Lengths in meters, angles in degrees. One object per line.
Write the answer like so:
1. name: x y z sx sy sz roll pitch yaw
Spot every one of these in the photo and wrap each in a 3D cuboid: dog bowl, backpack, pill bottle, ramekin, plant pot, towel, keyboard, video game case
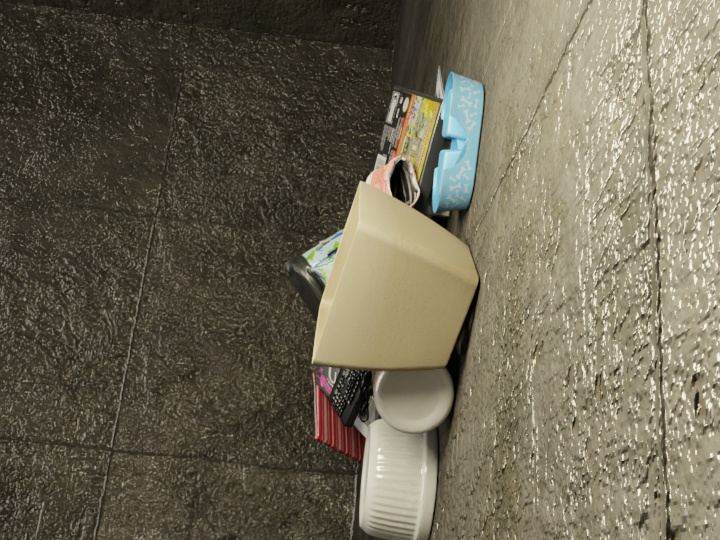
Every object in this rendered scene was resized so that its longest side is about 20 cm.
1. dog bowl: 0.141 -0.182 1.226 0.112 0.049 0.203 -100 17 -82
2. backpack: 0.000 0.000 1.450 0.153 0.199 0.165 2 124 61
3. pill bottle: 0.073 0.155 1.252 0.200 0.115 0.118 -98 15 -81
4. ramekin: 0.057 0.330 1.338 0.200 0.103 0.203 -174 90 -88
5. plant pot: 0.050 0.024 1.136 0.200 0.175 0.202 -88 17 -69
6. towel: -0.028 0.290 1.622 0.200 0.022 0.146 39 -143 -44
7. keyboard: -0.006 0.167 1.393 0.104 0.039 0.202 46 124 42
8. video game case: 0.076 -0.190 1.382 0.181 0.025 0.203 40 118 60

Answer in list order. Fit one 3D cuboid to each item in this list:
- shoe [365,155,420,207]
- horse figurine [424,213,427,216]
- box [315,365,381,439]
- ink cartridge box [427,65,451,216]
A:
1. shoe: 0.040 -0.076 1.307 0.091 0.071 0.203 148 132 -61
2. horse figurine: 0.091 0.012 1.388 0.132 0.050 0.202 14 -77 -56
3. box: 0.017 0.190 1.500 0.200 0.114 0.134 41 134 44
4. ink cartridge box: 0.143 -0.225 1.446 0.198 0.046 0.202 -85 3 -62
